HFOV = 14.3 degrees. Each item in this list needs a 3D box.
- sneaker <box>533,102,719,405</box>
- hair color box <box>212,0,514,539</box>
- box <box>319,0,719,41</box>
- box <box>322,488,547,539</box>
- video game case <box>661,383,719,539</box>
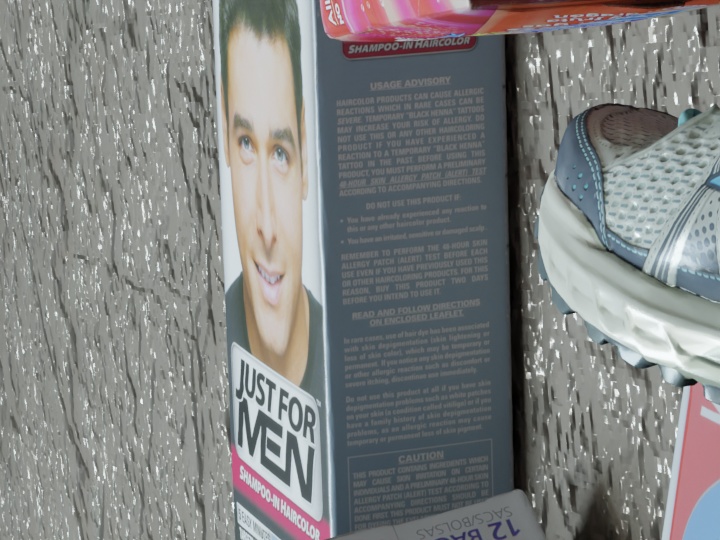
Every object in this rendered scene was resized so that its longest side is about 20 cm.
[{"bbox_3d":[0.105,-0.011,0.549,0.200,0.077,0.087,33,115,57],"label":"sneaker"},{"bbox_3d":[0.000,0.000,0.843,0.099,0.060,0.201,-152,59,-67],"label":"hair color box"},{"bbox_3d":[0.039,-0.154,0.629,0.100,0.095,0.201,-177,82,-71],"label":"box"},{"bbox_3d":[0.024,0.174,0.732,0.102,0.112,0.200,89,164,-48],"label":"box"},{"bbox_3d":[0.114,0.103,0.613,0.200,0.017,0.144,-125,34,-55],"label":"video game case"}]
